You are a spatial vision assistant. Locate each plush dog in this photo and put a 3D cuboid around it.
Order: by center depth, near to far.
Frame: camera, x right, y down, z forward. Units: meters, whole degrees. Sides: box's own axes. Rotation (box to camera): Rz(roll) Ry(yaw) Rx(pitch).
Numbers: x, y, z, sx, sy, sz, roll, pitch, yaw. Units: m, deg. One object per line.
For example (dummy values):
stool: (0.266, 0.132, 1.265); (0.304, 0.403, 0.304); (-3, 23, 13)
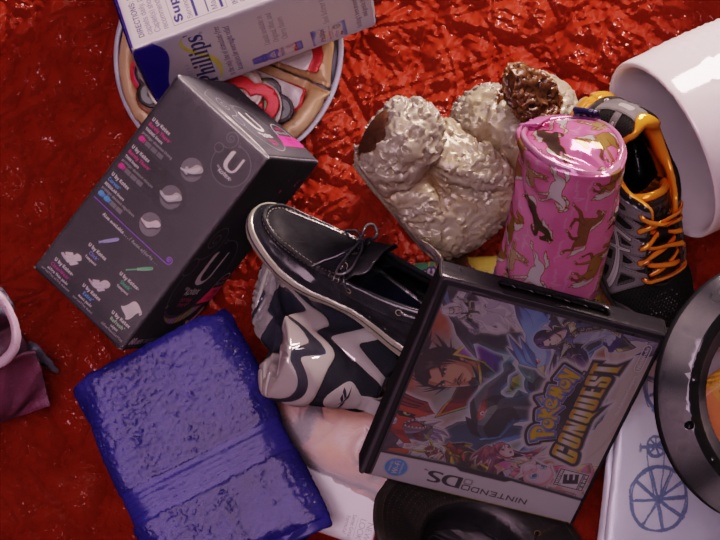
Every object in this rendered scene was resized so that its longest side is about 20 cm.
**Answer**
plush dog: (0.100, -0.089, 1.668); (0.172, 0.200, 0.161); (-39, 88, 0)

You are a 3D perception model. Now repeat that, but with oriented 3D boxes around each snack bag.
snack bag: (0.289, 0.151, 1.672); (0.199, 0.021, 0.190); (7, 84, -10)

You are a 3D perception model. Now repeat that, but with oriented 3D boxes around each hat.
hat: (0.090, 0.243, 1.681); (0.200, 0.201, 0.081); (37, 136, 10)

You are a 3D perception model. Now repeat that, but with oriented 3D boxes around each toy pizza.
toy pizza: (-0.113, -0.185, 1.786); (0.199, 0.032, 0.202); (-1, 85, 9)

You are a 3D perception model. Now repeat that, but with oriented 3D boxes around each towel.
towel: (-0.126, 0.148, 1.690); (0.147, 0.050, 0.201); (-26, 80, 0)

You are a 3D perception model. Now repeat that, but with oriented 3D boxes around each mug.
mug: (0.315, -0.105, 1.657); (0.175, 0.148, 0.201); (-26, 103, -15)

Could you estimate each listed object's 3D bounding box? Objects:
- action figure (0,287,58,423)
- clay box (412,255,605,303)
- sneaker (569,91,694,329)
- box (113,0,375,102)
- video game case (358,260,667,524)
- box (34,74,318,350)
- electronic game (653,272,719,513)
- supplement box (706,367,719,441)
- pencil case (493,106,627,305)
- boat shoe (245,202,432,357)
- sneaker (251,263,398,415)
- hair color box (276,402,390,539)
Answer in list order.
action figure: (-0.346, 0.115, 1.744); (0.200, 0.149, 0.134); (-35, 86, -10)
clay box: (0.140, 0.044, 1.715); (0.199, 0.048, 0.116); (-3, 86, 10)
sneaker: (0.214, -0.038, 1.624); (0.078, 0.077, 0.201); (-27, 106, -21)
box: (-0.110, -0.265, 1.730); (0.199, 0.105, 0.185); (-19, 70, -1)
video game case: (0.113, 0.097, 1.625); (0.180, 0.026, 0.201); (15, 125, -10)
box: (-0.147, -0.045, 1.716); (0.106, 0.122, 0.200); (41, 104, 13)
electronic game: (0.310, 0.091, 1.581); (0.199, 0.042, 0.202); (0, 90, -15)
supplement box: (0.337, 0.075, 1.642); (0.199, 0.067, 0.069); (-32, 90, -11)
pencil case: (0.144, -0.024, 1.601); (0.082, 0.201, 0.087); (2, 41, -6)
boat shoe: (0.000, 0.000, 1.652); (0.199, 0.075, 0.062); (34, 132, 13)
sneaker: (-0.013, 0.044, 1.709); (0.129, 0.200, 0.080); (21, 119, -19)
hair color box: (-0.065, 0.144, 1.732); (0.199, 0.064, 0.112); (16, 87, 9)
